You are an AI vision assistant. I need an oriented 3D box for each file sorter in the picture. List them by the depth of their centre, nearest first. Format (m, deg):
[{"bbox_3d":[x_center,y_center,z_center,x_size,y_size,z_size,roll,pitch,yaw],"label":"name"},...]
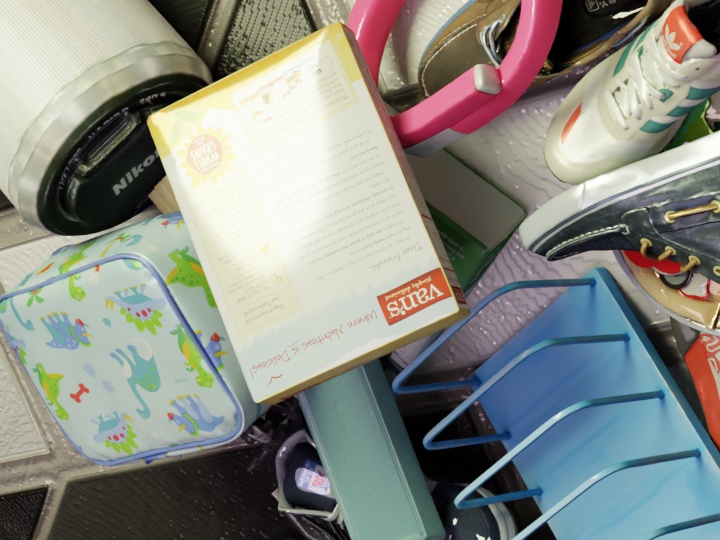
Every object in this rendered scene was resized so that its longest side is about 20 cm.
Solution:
[{"bbox_3d":[0.133,0.118,1.164,0.139,0.123,0.200,-44,63,32],"label":"file sorter"}]

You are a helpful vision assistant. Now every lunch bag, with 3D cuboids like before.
[{"bbox_3d":[-0.149,0.052,1.212,0.200,0.082,0.161,-17,108,45],"label":"lunch bag"}]

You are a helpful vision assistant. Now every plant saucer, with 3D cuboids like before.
[{"bbox_3d":[-0.008,0.100,1.203,0.070,0.019,0.201,-20,90,27],"label":"plant saucer"}]

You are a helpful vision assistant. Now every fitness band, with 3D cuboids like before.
[{"bbox_3d":[0.052,-0.155,1.107,0.200,0.037,0.144,-27,60,51],"label":"fitness band"}]

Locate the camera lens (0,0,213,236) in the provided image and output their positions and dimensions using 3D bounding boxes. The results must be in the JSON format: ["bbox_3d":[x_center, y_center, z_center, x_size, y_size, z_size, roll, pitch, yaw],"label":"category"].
[{"bbox_3d":[-0.209,-0.136,1.203,0.200,0.160,0.160,48,126,21],"label":"camera lens"}]

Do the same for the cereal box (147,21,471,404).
[{"bbox_3d":[-0.034,-0.034,1.096,0.144,0.040,0.201,-24,79,13],"label":"cereal box"}]

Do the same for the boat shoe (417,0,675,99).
[{"bbox_3d":[0.110,-0.154,1.119,0.200,0.072,0.072,-28,99,32],"label":"boat shoe"}]

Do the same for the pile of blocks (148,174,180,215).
[{"bbox_3d":[-0.045,-0.021,1.170,0.200,0.062,0.082,34,140,17],"label":"pile of blocks"}]

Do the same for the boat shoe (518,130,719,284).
[{"bbox_3d":[0.194,-0.024,1.064,0.200,0.071,0.091,-23,80,29],"label":"boat shoe"}]

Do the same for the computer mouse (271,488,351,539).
[{"bbox_3d":[-0.069,0.264,1.418,0.139,0.053,0.200,48,124,-4],"label":"computer mouse"}]

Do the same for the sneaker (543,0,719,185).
[{"bbox_3d":[0.183,-0.126,1.050,0.200,0.093,0.070,-34,70,19],"label":"sneaker"}]

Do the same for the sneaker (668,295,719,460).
[{"bbox_3d":[0.286,0.087,1.156,0.108,0.067,0.202,-16,104,33],"label":"sneaker"}]

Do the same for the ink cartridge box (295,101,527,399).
[{"bbox_3d":[0.000,0.000,1.240,0.146,0.083,0.200,36,124,6],"label":"ink cartridge box"}]

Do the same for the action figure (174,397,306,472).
[{"bbox_3d":[-0.111,0.088,1.325,0.200,0.102,0.119,36,121,9],"label":"action figure"}]

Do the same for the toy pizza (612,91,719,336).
[{"bbox_3d":[0.236,-0.055,1.097,0.200,0.032,0.201,4,98,31],"label":"toy pizza"}]

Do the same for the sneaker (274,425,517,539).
[{"bbox_3d":[0.016,0.165,1.247,0.200,0.108,0.070,23,95,52],"label":"sneaker"}]
